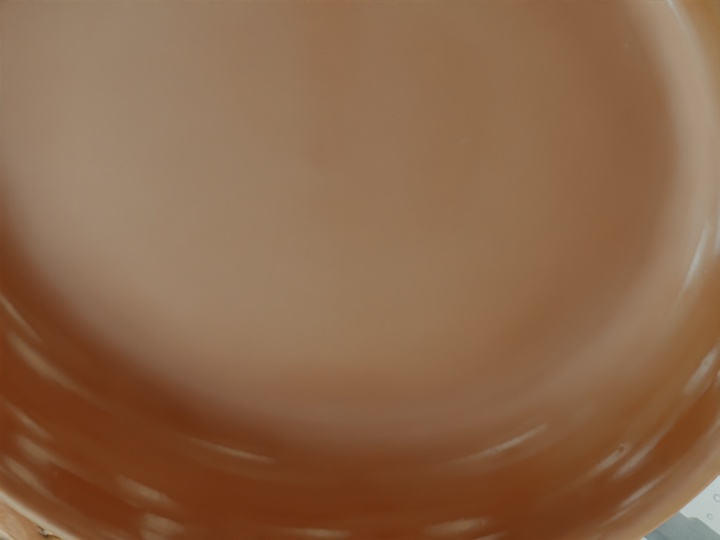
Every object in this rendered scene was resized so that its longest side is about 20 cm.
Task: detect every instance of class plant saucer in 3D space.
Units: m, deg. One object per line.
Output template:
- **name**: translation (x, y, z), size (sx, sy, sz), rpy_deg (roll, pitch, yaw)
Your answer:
- **plant saucer**: translation (-0.009, -0.019, 0.575), size (0.200, 0.200, 0.038), rpy_deg (39, -149, -16)

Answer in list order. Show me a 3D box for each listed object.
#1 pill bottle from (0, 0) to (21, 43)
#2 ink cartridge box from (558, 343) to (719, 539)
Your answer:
- **pill bottle**: translation (-0.120, -0.123, 0.647), size (0.200, 0.112, 0.111), rpy_deg (36, 175, 22)
- **ink cartridge box**: translation (0.084, 0.057, 0.684), size (0.200, 0.083, 0.146), rpy_deg (37, 145, 11)
